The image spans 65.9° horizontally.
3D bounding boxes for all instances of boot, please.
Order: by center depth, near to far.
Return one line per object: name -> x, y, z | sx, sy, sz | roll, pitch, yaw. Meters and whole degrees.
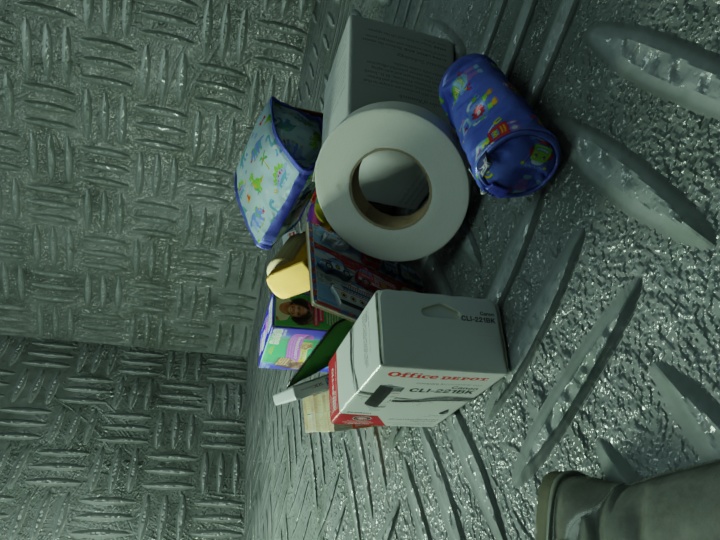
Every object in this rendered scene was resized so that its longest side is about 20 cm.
boot -> 0.179, 0.197, 0.313 | 0.200, 0.072, 0.185 | 146, 128, -61

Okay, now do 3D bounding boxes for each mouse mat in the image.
mouse mat -> -0.012, 0.095, 0.819 | 0.008, 0.199, 0.161 | 48, 129, 16

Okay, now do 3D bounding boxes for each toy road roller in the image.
toy road roller -> -0.035, 0.004, 0.878 | 0.198, 0.147, 0.123 | -17, 26, 32

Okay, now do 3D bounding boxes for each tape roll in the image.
tape roll -> 0.039, -0.107, 0.700 | 0.037, 0.200, 0.205 | -60, -9, -55

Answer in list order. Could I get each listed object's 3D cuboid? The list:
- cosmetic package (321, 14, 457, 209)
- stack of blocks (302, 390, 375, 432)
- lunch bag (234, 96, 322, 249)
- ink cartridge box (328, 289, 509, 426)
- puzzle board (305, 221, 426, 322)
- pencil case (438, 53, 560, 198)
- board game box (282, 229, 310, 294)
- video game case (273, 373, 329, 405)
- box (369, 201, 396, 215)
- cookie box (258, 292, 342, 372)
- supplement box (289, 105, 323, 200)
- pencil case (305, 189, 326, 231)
cosmetic package -> 0.037, -0.227, 0.824 | 0.165, 0.162, 0.203 | 126, 148, -61
stack of blocks -> -0.016, 0.220, 0.885 | 0.200, 0.113, 0.060 | 137, 128, -67
lunch bag -> -0.132, -0.158, 0.931 | 0.171, 0.126, 0.202 | -55, 29, 34
ink cartridge box -> 0.055, 0.110, 0.635 | 0.201, 0.142, 0.085 | 119, 153, -54
puzzle board -> 0.019, 0.020, 0.727 | 0.017, 0.198, 0.152 | -49, 32, 30
pencil case -> 0.137, -0.152, 0.583 | 0.087, 0.077, 0.201 | -46, 32, 28
board game box -> -0.096, 0.036, 1.077 | 0.201, 0.034, 0.127 | 66, -171, -45
video game case -> -0.041, 0.176, 0.902 | 0.200, 0.180, 0.022 | 138, 114, -67
box -> 0.007, -0.088, 1.045 | 0.101, 0.074, 0.202 | -102, 23, -51
cookie box -> -0.073, 0.117, 0.997 | 0.172, 0.197, 0.076 | 118, 154, -53
supplement box -> -0.069, -0.238, 1.155 | 0.201, 0.194, 0.134 | -112, 33, -60
pencil case -> -0.054, -0.119, 0.994 | 0.088, 0.087, 0.203 | -153, 74, -74
